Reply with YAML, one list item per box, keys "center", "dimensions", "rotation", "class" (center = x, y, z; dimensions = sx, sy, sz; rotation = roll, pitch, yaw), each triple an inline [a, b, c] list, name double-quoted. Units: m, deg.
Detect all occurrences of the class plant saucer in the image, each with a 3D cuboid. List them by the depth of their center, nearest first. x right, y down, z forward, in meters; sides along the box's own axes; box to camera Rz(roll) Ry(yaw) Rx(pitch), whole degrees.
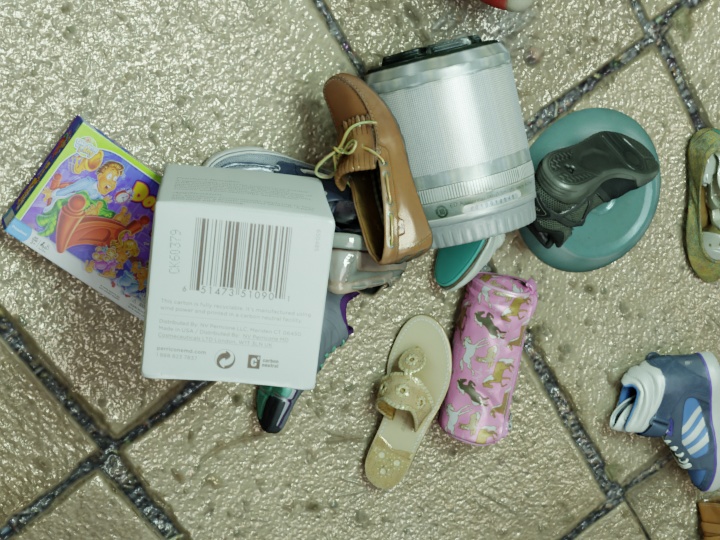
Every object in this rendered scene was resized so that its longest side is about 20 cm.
- center: [0.279, -0.090, 1.496]
  dimensions: [0.198, 0.036, 0.202]
  rotation: [-6, 108, -19]
  class: "plant saucer"

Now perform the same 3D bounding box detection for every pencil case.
- center: [0.149, 0.100, 1.480]
  dimensions: [0.086, 0.083, 0.202]
  rotation: [5, 103, -21]
  class: "pencil case"

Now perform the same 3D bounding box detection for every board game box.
- center: [-0.248, -0.046, 1.306]
  dimensions: [0.199, 0.045, 0.135]
  rotation: [36, 91, -26]
  class: "board game box"

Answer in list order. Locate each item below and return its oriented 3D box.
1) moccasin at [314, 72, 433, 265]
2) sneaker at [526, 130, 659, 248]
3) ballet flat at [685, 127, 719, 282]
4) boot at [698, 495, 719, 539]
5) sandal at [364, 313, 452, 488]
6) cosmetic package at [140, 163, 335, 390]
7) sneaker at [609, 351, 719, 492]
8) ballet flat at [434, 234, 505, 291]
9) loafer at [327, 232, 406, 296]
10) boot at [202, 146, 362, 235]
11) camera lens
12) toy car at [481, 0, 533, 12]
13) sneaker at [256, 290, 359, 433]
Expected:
- center: [0.003, -0.101, 1.256]
  dimensions: [0.077, 0.073, 0.203]
  rotation: [-12, 83, -35]
  class: "moccasin"
- center: [0.251, -0.092, 1.430]
  dimensions: [0.199, 0.076, 0.114]
  rotation: [-21, 156, -41]
  class: "sneaker"
- center: [0.435, -0.073, 1.543]
  dimensions: [0.070, 0.071, 0.202]
  rotation: [-13, 110, -16]
  class: "ballet flat"
- center: [0.478, 0.385, 1.686]
  dimensions: [0.076, 0.199, 0.156]
  rotation: [-19, 85, -56]
  class: "boot"
- center: [0.051, 0.160, 1.453]
  dimensions: [0.077, 0.070, 0.214]
  rotation: [19, 103, 9]
  class: "sandal"
- center: [-0.119, 0.000, 1.215]
  dimensions: [0.163, 0.200, 0.167]
  rotation: [6, 104, -6]
  class: "cosmetic package"
- center: [0.383, 0.201, 1.606]
  dimensions: [0.145, 0.081, 0.202]
  rotation: [-11, 113, -9]
  class: "sneaker"
- center: [0.147, -0.067, 1.443]
  dimensions: [0.069, 0.069, 0.202]
  rotation: [14, 100, -23]
  class: "ballet flat"
- center: [0.000, 0.000, 1.345]
  dimensions: [0.071, 0.200, 0.064]
  rotation: [4, 86, 18]
  class: "loafer"
- center: [-0.067, -0.081, 1.338]
  dimensions: [0.198, 0.090, 0.073]
  rotation: [7, 104, -22]
  class: "boot"
- center: [0.094, -0.136, 1.327]
  dimensions: [0.159, 0.160, 0.202]
  rotation: [-15, 98, -15]
  class: "camera lens"
- center: [0.104, -0.372, 1.298]
  dimensions: [0.198, 0.184, 0.178]
  rotation: [15, 102, 5]
  class: "toy car"
- center: [-0.051, 0.092, 1.409]
  dimensions: [0.087, 0.074, 0.202]
  rotation: [13, 100, -28]
  class: "sneaker"
